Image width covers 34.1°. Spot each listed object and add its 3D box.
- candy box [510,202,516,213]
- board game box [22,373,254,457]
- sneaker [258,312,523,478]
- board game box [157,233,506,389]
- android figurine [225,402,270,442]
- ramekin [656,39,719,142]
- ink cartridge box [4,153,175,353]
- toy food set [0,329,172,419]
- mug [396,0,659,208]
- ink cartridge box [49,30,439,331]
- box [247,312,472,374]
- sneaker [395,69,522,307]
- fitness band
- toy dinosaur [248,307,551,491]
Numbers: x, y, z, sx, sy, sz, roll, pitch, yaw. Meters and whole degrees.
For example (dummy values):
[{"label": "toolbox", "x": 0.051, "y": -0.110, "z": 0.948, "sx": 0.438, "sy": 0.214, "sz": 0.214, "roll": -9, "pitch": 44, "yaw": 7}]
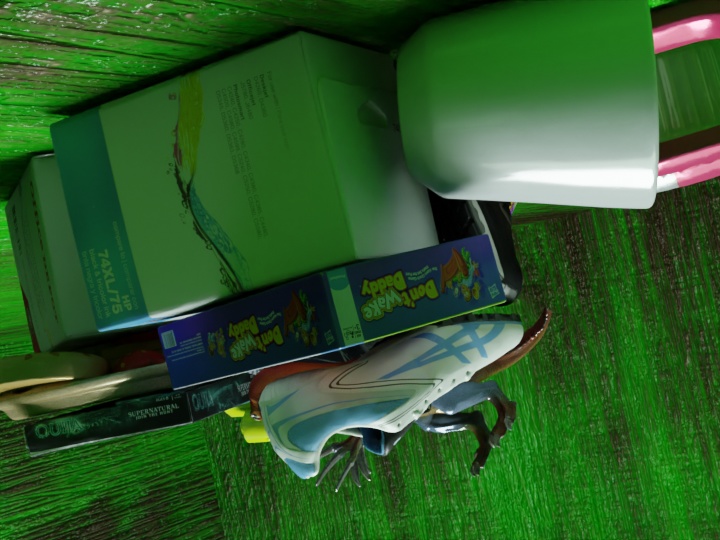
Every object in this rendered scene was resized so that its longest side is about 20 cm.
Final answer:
[{"label": "candy box", "x": 0.130, "y": -0.076, "z": 1.027, "sx": 0.026, "sy": 0.102, "sz": 0.200, "roll": 25, "pitch": 141, "yaw": 6}, {"label": "board game box", "x": -0.172, "y": 0.115, "z": 0.971, "sx": 0.135, "sy": 0.028, "sz": 0.200, "roll": -12, "pitch": 177, "yaw": 9}, {"label": "sneaker", "x": 0.027, "y": 0.078, "z": 0.788, "sx": 0.200, "sy": 0.073, "sz": 0.072, "roll": -21, "pitch": 179, "yaw": -25}, {"label": "board game box", "x": -0.024, "y": 0.029, "z": 0.759, "sx": 0.134, "sy": 0.045, "sz": 0.200, "roll": -13, "pitch": 177, "yaw": -38}, {"label": "android figurine", "x": -0.064, "y": 0.070, "z": 1.090, "sx": 0.199, "sy": 0.183, "sz": 0.041, "roll": -4, "pitch": 157, "yaw": 15}, {"label": "ramekin", "x": 0.295, "y": -0.147, "z": 1.088, "sx": 0.199, "sy": 0.098, "sz": 0.200, "roll": -13, "pitch": 177, "yaw": -1}, {"label": "ink cartridge box", "x": -0.207, "y": -0.015, "z": 0.992, "sx": 0.144, "sy": 0.146, "sz": 0.200, "roll": -10, "pitch": 177, "yaw": -23}, {"label": "toy food set", "x": -0.208, "y": 0.082, "z": 0.964, "sx": 0.199, "sy": 0.049, "sz": 0.198, "roll": -12, "pitch": 177, "yaw": -14}, {"label": "mug", "x": 0.106, "y": -0.105, "z": 0.764, "sx": 0.153, "sy": 0.150, "sz": 0.187, "roll": -5, "pitch": 171, "yaw": 8}, {"label": "ink cartridge box", "x": -0.074, "y": -0.056, "z": 0.797, "sx": 0.199, "sy": 0.147, "sz": 0.147, "roll": -15, "pitch": 176, "yaw": 25}, {"label": "box", "x": 0.000, "y": 0.000, "z": 0.951, "sx": 0.181, "sy": 0.201, "sz": 0.104, "roll": 12, "pitch": 170, "yaw": -4}, {"label": "sneaker", "x": 0.088, "y": -0.072, "z": 0.846, "sx": 0.087, "sy": 0.200, "sz": 0.076, "roll": -15, "pitch": 156, "yaw": -17}, {"label": "fitness band", "x": 0.215, "y": -0.126, "z": 0.842, "sx": 0.199, "sy": 0.144, "sz": 0.037, "roll": -14, "pitch": 144, "yaw": 18}, {"label": "toy dinosaur", "x": 0.017, "y": 0.090, "z": 0.866, "sx": 0.181, "sy": 0.200, "sz": 0.105, "roll": 26, "pitch": 153, "yaw": 2}]
